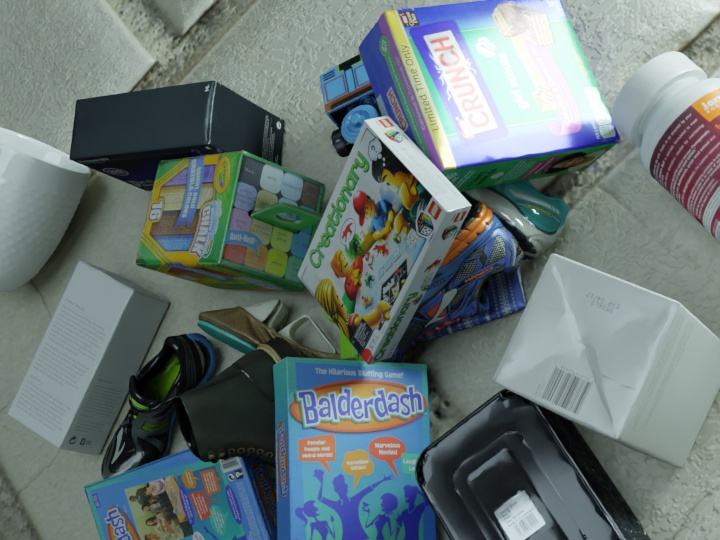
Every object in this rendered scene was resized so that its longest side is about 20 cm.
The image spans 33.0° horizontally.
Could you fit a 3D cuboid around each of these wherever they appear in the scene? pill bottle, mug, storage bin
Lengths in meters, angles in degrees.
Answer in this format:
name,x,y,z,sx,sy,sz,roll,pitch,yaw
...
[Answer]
name,x,y,z,sx,sy,sz,roll,pitch,yaw
pill bottle,0.323,-0.101,1.091,0.110,0.110,0.200,-45,59,12
mug,-0.443,-0.078,1.521,0.176,0.147,0.200,-65,27,7
storage bin,0.159,0.222,1.103,0.135,0.094,0.200,-40,60,14

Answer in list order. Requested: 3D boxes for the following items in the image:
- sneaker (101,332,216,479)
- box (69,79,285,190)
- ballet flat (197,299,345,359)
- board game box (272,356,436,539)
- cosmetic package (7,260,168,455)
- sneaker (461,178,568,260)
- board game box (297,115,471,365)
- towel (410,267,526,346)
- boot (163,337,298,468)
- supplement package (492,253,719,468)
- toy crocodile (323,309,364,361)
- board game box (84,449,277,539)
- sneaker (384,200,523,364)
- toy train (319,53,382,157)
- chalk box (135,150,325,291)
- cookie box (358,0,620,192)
name,x,y,z,sx,sy,sz,roll,pitch,yaw
sneaker,-0.238,0.153,1.357,0.071,0.083,0.200,36,99,32
box,-0.209,-0.150,1.393,0.200,0.141,0.079,-3,74,30
ballet flat,-0.084,0.074,1.306,0.200,0.068,0.072,27,77,31
board game box,-0.006,0.188,1.178,0.045,0.152,0.200,142,129,-61
cosmetic package,-0.318,0.102,1.425,0.101,0.071,0.200,25,89,33
sneaker,0.117,-0.091,1.215,0.200,0.078,0.080,39,66,11
board game box,0.017,-0.025,1.130,0.126,0.035,0.200,50,134,28
towel,0.065,0.001,1.261,0.200,0.024,0.145,-19,68,24
boot,-0.098,0.185,1.209,0.200,0.138,0.077,63,151,4
supplement package,0.222,0.083,1.041,0.121,0.200,0.120,23,88,33
toy crocodile,0.000,0.000,1.256,0.067,0.062,0.200,154,116,-63
board game box,-0.180,0.268,1.281,0.200,0.045,0.152,-21,83,22
sneaker,0.084,0.028,1.186,0.078,0.075,0.200,35,122,-5
toy train,0.052,-0.191,1.289,0.200,0.087,0.114,-24,57,20
chalk box,-0.125,-0.048,1.298,0.200,0.124,0.124,1,76,48
cookie box,0.122,-0.168,1.162,0.075,0.200,0.171,-48,58,60
